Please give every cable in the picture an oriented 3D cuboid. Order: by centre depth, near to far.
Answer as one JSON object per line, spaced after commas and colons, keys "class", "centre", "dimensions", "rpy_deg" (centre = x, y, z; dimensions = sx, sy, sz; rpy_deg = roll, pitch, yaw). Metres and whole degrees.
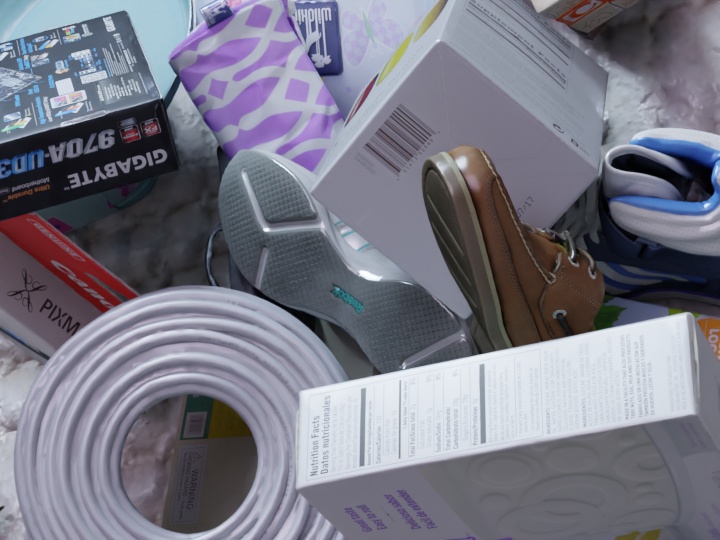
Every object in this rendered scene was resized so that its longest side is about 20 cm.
{"class": "cable", "centre": [-0.093, 0.109, 1.173], "dimensions": [0.199, 0.069, 0.201], "rpy_deg": [-12, 88, 0]}

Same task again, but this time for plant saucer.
{"class": "plant saucer", "centre": [-0.185, -0.130, 1.381], "dimensions": [0.199, 0.027, 0.201], "rpy_deg": [-16, 57, 26]}

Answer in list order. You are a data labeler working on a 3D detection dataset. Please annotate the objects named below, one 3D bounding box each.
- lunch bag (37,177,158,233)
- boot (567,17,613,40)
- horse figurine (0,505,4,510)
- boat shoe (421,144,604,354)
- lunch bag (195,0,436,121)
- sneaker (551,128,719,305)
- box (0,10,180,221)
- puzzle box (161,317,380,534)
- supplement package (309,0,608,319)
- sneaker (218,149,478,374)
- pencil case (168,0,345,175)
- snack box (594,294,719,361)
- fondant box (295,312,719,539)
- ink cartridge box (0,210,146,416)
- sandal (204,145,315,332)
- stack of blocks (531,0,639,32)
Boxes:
{"class": "lunch bag", "centre": [-0.227, -0.101, 1.463], "dimensions": [0.199, 0.077, 0.161], "rpy_deg": [-21, 55, 17]}
{"class": "boot", "centre": [0.150, -0.255, 1.345], "dimensions": [0.166, 0.072, 0.200], "rpy_deg": [-38, 56, 2]}
{"class": "horse figurine", "centre": [-0.334, 0.196, 1.367], "dimensions": [0.132, 0.050, 0.200], "rpy_deg": [34, 74, 20]}
{"class": "boat shoe", "centre": [0.084, 0.004, 1.071], "dimensions": [0.068, 0.200, 0.072], "rpy_deg": [-24, 48, -2]}
{"class": "lunch bag", "centre": [-0.005, -0.179, 1.353], "dimensions": [0.169, 0.127, 0.201], "rpy_deg": [3, 69, 23]}
{"class": "sneaker", "centre": [0.141, -0.038, 1.184], "dimensions": [0.199, 0.146, 0.081], "rpy_deg": [6, 67, 30]}
{"class": "box", "centre": [-0.194, -0.086, 1.223], "dimensions": [0.158, 0.046, 0.200], "rpy_deg": [-16, 23, -6]}
{"class": "puzzle box", "centre": [-0.051, 0.120, 1.278], "dimensions": [0.133, 0.025, 0.201], "rpy_deg": [-6, 61, 26]}
{"class": "supplement package", "centre": [0.060, -0.078, 1.184], "dimensions": [0.114, 0.109, 0.200], "rpy_deg": [-49, 7, 20]}
{"class": "sneaker", "centre": [0.000, 0.000, 1.211], "dimensions": [0.200, 0.080, 0.071], "rpy_deg": [40, 115, 24]}
{"class": "pencil case", "centre": [-0.035, -0.074, 1.282], "dimensions": [0.085, 0.084, 0.200], "rpy_deg": [-31, 96, -6]}
{"class": "snack box", "centre": [0.125, 0.114, 1.168], "dimensions": [0.142, 0.053, 0.201], "rpy_deg": [12, 70, 31]}
{"class": "fondant box", "centre": [0.087, 0.095, 1.043], "dimensions": [0.199, 0.144, 0.058], "rpy_deg": [-12, 56, 21]}
{"class": "ink cartridge box", "centre": [-0.184, 0.021, 1.271], "dimensions": [0.176, 0.200, 0.045], "rpy_deg": [16, 70, 50]}
{"class": "sandal", "centre": [-0.067, -0.009, 1.311], "dimensions": [0.043, 0.076, 0.200], "rpy_deg": [-30, 30, 13]}
{"class": "stack of blocks", "centre": [0.105, -0.244, 1.271], "dimensions": [0.058, 0.115, 0.201], "rpy_deg": [-31, 75, 22]}
